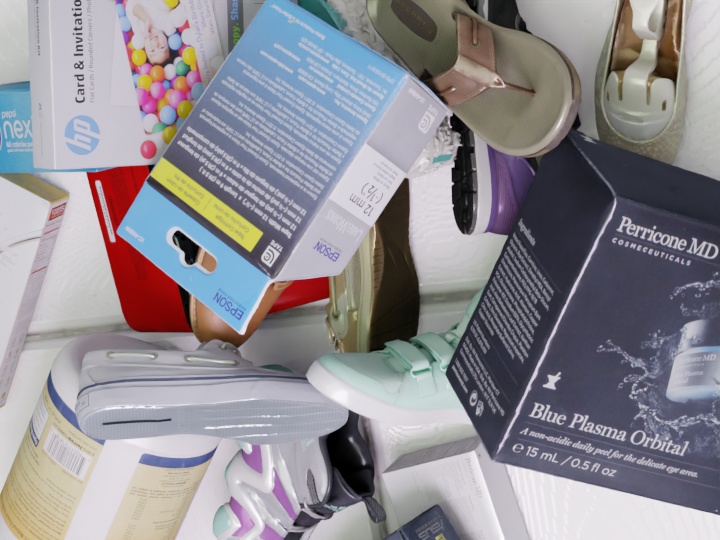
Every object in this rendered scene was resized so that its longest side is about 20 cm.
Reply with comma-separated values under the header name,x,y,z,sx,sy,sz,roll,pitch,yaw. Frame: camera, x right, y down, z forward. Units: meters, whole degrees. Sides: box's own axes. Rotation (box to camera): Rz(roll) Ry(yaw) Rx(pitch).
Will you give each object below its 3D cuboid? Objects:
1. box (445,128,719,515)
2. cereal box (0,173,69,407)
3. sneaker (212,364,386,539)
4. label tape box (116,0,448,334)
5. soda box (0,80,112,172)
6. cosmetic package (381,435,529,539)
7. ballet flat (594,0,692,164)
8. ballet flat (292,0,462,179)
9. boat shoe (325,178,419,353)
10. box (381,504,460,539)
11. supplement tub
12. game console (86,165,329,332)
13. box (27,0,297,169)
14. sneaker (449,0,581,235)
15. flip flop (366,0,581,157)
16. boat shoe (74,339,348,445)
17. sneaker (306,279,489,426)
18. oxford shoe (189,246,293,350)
name,x,y,z,sx,sy,sz,roll,pitch,yaw
box,0.191,0.037,1.216,0.195,0.118,0.202,15,112,-21
cereal box,-0.331,0.000,1.496,0.143,0.039,0.202,25,110,14
sneaker,-0.039,0.182,1.393,0.139,0.077,0.202,14,109,33
label tape box,-0.055,-0.068,1.234,0.143,0.066,0.201,35,94,36
soda box,-0.233,-0.110,1.373,0.199,0.067,0.065,4,106,48
cosmetic package,0.091,0.230,1.384,0.082,0.051,0.202,-16,97,27
ballet flat,0.191,-0.153,1.246,0.067,0.062,0.202,8,106,19
ballet flat,0.008,-0.138,1.309,0.072,0.071,0.201,-48,54,24
boat shoe,-0.001,0.000,1.356,0.063,0.073,0.203,4,103,32
box,0.032,0.287,1.376,0.159,0.051,0.200,57,137,7
supplement tub,-0.202,0.167,1.430,0.144,0.144,0.201,30,111,11
game console,-0.119,-0.063,1.412,0.172,0.118,0.202,-2,103,53
box,-0.136,-0.155,1.286,0.041,0.198,0.158,9,101,57
sneaker,0.111,-0.126,1.292,0.087,0.076,0.202,-1,93,-12
flip flop,0.066,-0.144,1.218,0.200,0.057,0.082,44,118,30
boat shoe,-0.107,0.081,1.325,0.198,0.067,0.074,3,146,-14
sneaker,0.058,0.046,1.296,0.074,0.199,0.119,39,118,53
oxford shoe,-0.068,-0.014,1.314,0.071,0.072,0.201,14,119,-26
